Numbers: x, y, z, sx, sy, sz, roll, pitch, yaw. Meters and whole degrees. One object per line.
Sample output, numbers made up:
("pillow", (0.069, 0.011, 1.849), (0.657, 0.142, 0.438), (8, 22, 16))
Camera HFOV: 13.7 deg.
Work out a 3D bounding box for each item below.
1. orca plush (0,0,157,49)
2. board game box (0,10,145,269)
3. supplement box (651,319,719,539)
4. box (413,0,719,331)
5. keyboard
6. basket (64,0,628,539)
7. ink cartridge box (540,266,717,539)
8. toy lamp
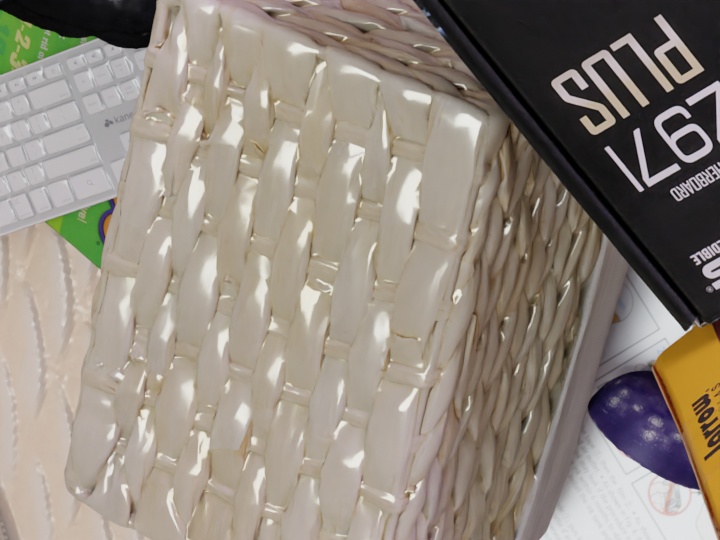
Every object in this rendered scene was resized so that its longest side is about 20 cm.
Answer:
("orca plush", (-0.142, -0.126, 1.031), (0.200, 0.071, 0.105), (40, 156, 13))
("board game box", (-0.114, -0.075, 1.110), (0.200, 0.030, 0.096), (41, 118, 15))
("supplement box", (0.220, 0.060, 0.796), (0.197, 0.133, 0.200), (-38, 107, 10))
("box", (0.122, -0.106, 0.787), (0.200, 0.086, 0.164), (-31, 113, 24))
("keyboard", (-0.126, -0.045, 1.104), (0.200, 0.011, 0.056), (-17, 95, 31))
("basket", (0.000, 0.000, 0.950), (0.135, 0.123, 0.200), (23, 117, 22))
("ink cartridge box", (0.073, 0.086, 1.057), (0.200, 0.057, 0.163), (-32, 87, 9))
("toy lamp", (0.143, -0.024, 0.966), (0.058, 0.058, 0.200), (36, 108, 15))
